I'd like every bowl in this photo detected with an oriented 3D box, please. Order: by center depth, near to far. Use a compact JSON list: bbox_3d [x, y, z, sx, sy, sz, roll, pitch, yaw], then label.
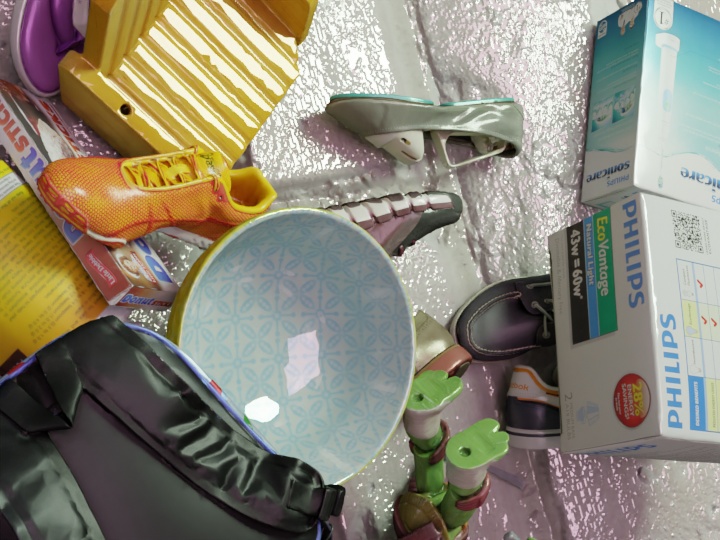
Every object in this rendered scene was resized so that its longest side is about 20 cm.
[{"bbox_3d":[-0.067,0.058,0.721,0.198,0.107,0.203,1,88,-35],"label":"bowl"}]

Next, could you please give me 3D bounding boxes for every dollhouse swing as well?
[{"bbox_3d":[-0.105,-0.184,0.728,0.182,0.175,0.201,42,67,-23],"label":"dollhouse swing"}]

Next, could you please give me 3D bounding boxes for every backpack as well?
[{"bbox_3d":[-0.142,0.130,0.554,0.200,0.153,0.192,-40,104,-34],"label":"backpack"}]

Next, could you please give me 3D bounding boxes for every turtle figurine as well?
[{"bbox_3d":[0.099,0.175,0.788,0.197,0.196,0.145,-1,39,5],"label":"turtle figurine"}]

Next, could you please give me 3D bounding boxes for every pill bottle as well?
[{"bbox_3d":[-0.236,0.015,0.688,0.200,0.109,0.109,45,67,-11],"label":"pill bottle"}]

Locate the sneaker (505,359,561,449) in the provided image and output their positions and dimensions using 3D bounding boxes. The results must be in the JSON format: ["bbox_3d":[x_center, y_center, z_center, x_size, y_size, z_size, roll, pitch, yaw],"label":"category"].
[{"bbox_3d":[0.227,0.119,0.900,0.197,0.078,0.081,0,87,-23],"label":"sneaker"}]

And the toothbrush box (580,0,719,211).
[{"bbox_3d":[0.312,-0.153,0.978,0.145,0.085,0.203,12,76,-23],"label":"toothbrush box"}]

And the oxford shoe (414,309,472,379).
[{"bbox_3d":[-0.002,0.107,0.817,0.199,0.071,0.075,-31,68,-24],"label":"oxford shoe"}]

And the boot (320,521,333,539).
[{"bbox_3d":[-0.050,0.228,0.746,0.200,0.097,0.075,47,67,-11],"label":"boot"}]

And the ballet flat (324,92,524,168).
[{"bbox_3d":[0.063,-0.124,0.872,0.197,0.067,0.065,-3,90,-25],"label":"ballet flat"}]

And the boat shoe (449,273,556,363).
[{"bbox_3d":[0.174,0.034,0.897,0.198,0.063,0.074,-15,87,-26],"label":"boat shoe"}]

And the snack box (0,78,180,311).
[{"bbox_3d":[-0.204,-0.055,0.697,0.024,0.072,0.201,-41,73,10],"label":"snack box"}]

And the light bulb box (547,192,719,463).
[{"bbox_3d":[0.277,0.059,0.829,0.198,0.125,0.201,9,70,-27],"label":"light bulb box"}]

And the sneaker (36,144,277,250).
[{"bbox_3d":[-0.139,-0.061,0.680,0.073,0.077,0.199,53,26,19],"label":"sneaker"}]

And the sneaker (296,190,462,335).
[{"bbox_3d":[0.000,0.000,0.826,0.197,0.076,0.117,-11,91,-15],"label":"sneaker"}]

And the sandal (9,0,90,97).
[{"bbox_3d":[-0.205,-0.226,0.750,0.083,0.049,0.205,53,52,-52],"label":"sandal"}]
